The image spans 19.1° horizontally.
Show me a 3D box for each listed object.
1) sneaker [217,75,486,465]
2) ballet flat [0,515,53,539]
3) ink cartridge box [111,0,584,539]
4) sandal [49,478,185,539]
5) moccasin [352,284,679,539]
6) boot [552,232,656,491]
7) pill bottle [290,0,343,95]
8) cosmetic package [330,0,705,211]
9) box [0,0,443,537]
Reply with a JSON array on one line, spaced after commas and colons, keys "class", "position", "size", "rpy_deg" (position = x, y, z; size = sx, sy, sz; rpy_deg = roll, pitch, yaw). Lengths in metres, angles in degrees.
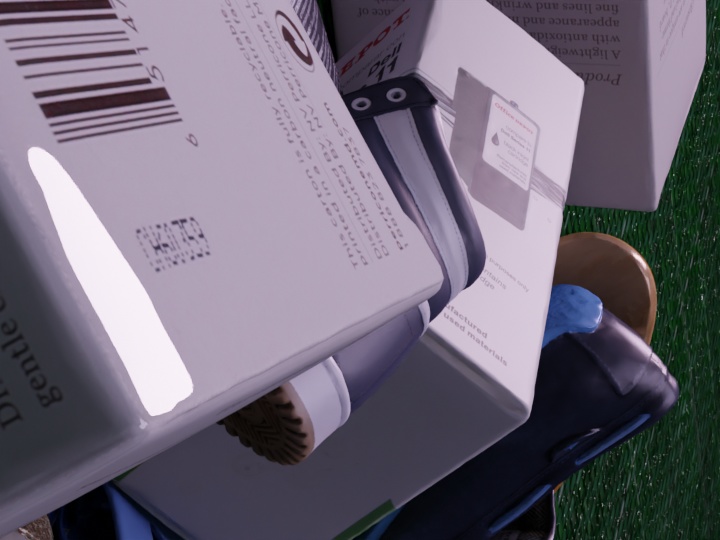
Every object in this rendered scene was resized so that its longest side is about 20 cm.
[{"class": "sneaker", "position": [-0.050, -0.042, 0.662], "size": [0.108, 0.200, 0.070], "rpy_deg": [-39, 166, -25]}, {"class": "ballet flat", "position": [-0.127, 0.146, 0.673], "size": [0.068, 0.075, 0.200], "rpy_deg": [27, 65, -30]}, {"class": "ink cartridge box", "position": [0.000, 0.000, 0.809], "size": [0.083, 0.147, 0.200], "rpy_deg": [38, 36, -18]}, {"class": "sandal", "position": [-0.087, 0.100, 0.799], "size": [0.087, 0.079, 0.200], "rpy_deg": [73, 26, -42]}, {"class": "moccasin", "position": [0.045, 0.091, 0.815], "size": [0.200, 0.068, 0.081], "rpy_deg": [-50, -171, 43]}, {"class": "boot", "position": [0.086, 0.026, 0.896], "size": [0.144, 0.071, 0.201], "rpy_deg": [-52, 169, -47]}, {"class": "pill bottle", "position": [-0.075, -0.110, 0.721], "size": [0.200, 0.106, 0.106], "rpy_deg": [72, 29, -50]}, {"class": "cosmetic package", "position": [0.085, -0.159, 1.101], "size": [0.165, 0.165, 0.200], "rpy_deg": [-63, 153, -50]}, {"class": "box", "position": [-0.104, -0.040, 0.487], "size": [0.199, 0.131, 0.200], "rpy_deg": [63, 20, 1]}]
